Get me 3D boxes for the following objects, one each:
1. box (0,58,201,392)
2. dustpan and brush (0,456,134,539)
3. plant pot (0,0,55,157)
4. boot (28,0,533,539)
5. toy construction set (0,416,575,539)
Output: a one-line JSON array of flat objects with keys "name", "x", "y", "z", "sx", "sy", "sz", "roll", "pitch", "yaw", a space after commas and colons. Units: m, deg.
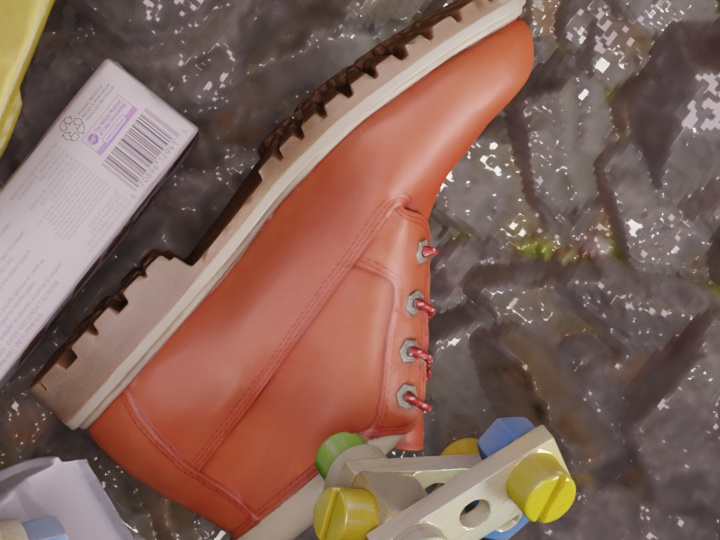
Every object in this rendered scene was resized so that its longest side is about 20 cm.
[{"name": "box", "x": -0.127, "y": 0.021, "z": 0.817, "sx": 0.041, "sy": 0.039, "sz": 0.200, "roll": 37, "pitch": 86, "yaw": -1}, {"name": "dustpan and brush", "x": -0.146, "y": 0.161, "z": 0.811, "sx": 0.200, "sy": 0.057, "sz": 0.140, "roll": -32, "pitch": 103, "yaw": -11}, {"name": "plant pot", "x": -0.180, "y": -0.115, "z": 0.748, "sx": 0.200, "sy": 0.194, "sz": 0.196, "roll": 24, "pitch": 87, "yaw": -8}, {"name": "boot", "x": 0.000, "y": 0.000, "z": 0.815, "sx": 0.107, "sy": 0.075, "sz": 0.200, "roll": 43, "pitch": 94, "yaw": -5}, {"name": "toy construction set", "x": -0.038, "y": 0.107, "z": 0.754, "sx": 0.200, "sy": 0.092, "sz": 0.131, "roll": -3, "pitch": 125, "yaw": -12}]
